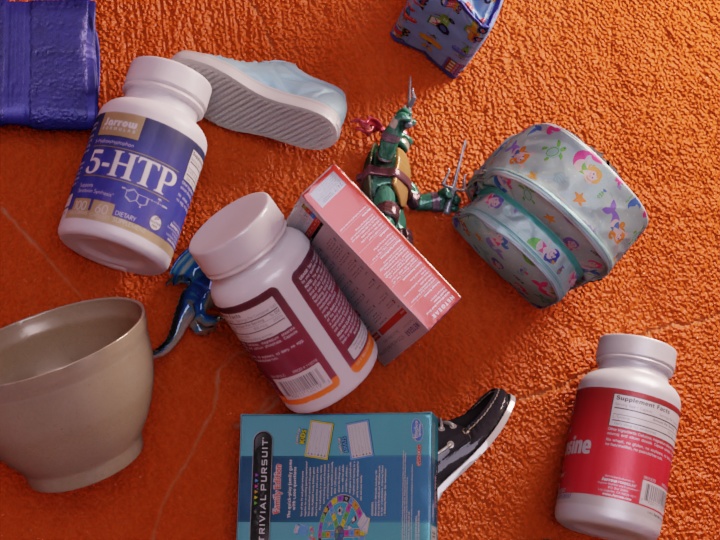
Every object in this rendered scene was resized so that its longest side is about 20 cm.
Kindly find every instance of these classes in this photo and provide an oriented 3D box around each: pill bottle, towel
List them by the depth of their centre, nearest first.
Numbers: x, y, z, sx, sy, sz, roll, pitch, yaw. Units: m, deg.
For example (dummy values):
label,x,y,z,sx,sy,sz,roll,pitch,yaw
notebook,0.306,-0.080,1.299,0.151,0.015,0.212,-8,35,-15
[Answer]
label,x,y,z,sx,sy,sz,roll,pitch,yaw
pill bottle,-0.078,0.031,1.568,0.114,0.114,0.201,-40,113,-18
pill bottle,-0.223,-0.109,1.618,0.118,0.120,0.202,18,74,-7
towel,-0.371,-0.213,1.654,0.197,0.050,0.150,0,70,-11
pill bottle,0.273,0.174,1.655,0.111,0.112,0.203,15,74,-7

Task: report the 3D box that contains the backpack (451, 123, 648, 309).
label,x,y,z,sx,sy,sz,roll,pitch,yaw
backpack,0.197,-0.059,1.645,0.177,0.200,0.151,44,72,-5

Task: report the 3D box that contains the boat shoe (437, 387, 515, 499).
label,x,y,z,sx,sy,sz,roll,pitch,yaw
boat shoe,0.080,0.189,1.636,0.060,0.074,0.200,44,81,-4

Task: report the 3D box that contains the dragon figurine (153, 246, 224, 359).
label,x,y,z,sx,sy,sz,roll,pitch,yaw
dragon figurine,-0.165,0.009,1.633,0.199,0.059,0.100,-35,86,-18

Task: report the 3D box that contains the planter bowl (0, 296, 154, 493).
label,x,y,z,sx,sy,sz,roll,pitch,yaw
planter bowl,-0.283,0.128,1.526,0.198,0.200,0.136,-21,109,-15

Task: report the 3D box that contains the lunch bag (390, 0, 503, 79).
label,x,y,z,sx,sy,sz,roll,pitch,yaw
lunch bag,0.132,-0.334,1.729,0.093,0.151,0.201,33,73,-2

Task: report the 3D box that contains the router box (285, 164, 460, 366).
label,x,y,z,sx,sy,sz,roll,pitch,yaw
router box,0.000,0.000,1.597,0.049,0.200,0.180,-43,89,-18

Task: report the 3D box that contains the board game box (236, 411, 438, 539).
label,x,y,z,sx,sy,sz,roll,pitch,yaw
board game box,-0.022,0.220,1.581,0.197,0.047,0.153,-1,76,12

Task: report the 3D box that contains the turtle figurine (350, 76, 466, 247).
label,x,y,z,sx,sy,sz,roll,pitch,yaw
turtle figurine,0.046,-0.093,1.684,0.150,0.100,0.202,40,47,-45

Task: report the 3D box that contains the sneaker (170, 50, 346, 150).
label,x,y,z,sx,sy,sz,roll,pitch,yaw
sneaker,-0.108,-0.194,1.700,0.198,0.074,0.082,23,43,0

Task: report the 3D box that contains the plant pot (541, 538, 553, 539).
label,x,y,z,sx,sy,sz,roll,pitch,yaw
plant pot,0.176,0.388,1.550,0.198,0.177,0.202,-24,82,-17
